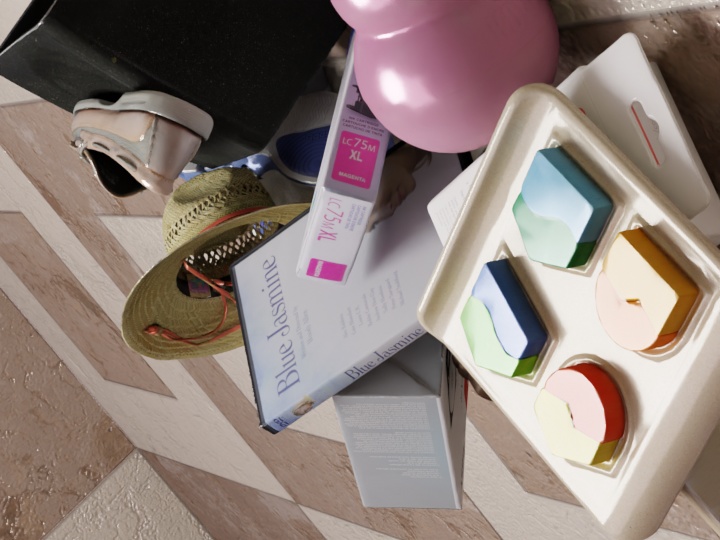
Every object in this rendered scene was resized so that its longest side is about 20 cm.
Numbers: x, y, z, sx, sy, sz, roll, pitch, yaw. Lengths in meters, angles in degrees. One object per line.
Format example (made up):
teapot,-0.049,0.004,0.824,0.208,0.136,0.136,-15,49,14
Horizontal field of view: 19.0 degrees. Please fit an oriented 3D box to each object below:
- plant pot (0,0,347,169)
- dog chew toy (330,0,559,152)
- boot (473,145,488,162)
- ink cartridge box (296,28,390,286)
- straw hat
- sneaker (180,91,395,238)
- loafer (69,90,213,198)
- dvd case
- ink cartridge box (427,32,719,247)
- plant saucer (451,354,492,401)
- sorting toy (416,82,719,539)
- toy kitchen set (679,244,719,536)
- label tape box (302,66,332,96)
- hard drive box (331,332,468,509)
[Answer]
plant pot,-0.117,-0.181,1.495,0.177,0.200,0.200,36,166,-14
dog chew toy,0.036,-0.171,1.256,0.124,0.124,0.201,16,137,59
boot,0.113,-0.006,1.472,0.073,0.096,0.201,28,156,45
ink cartridge box,0.002,-0.105,1.383,0.042,0.202,0.120,12,153,-4
straw hat,-0.099,-0.024,1.545,0.201,0.200,0.086,83,164,-63
sneaker,-0.043,-0.068,1.611,0.198,0.081,0.115,4,149,39
loafer,-0.158,-0.077,1.438,0.071,0.063,0.200,24,169,-20
dvd case,0.000,0.000,1.410,0.018,0.199,0.143,32,-148,-42
ink cartridge box,0.136,-0.040,1.242,0.200,0.067,0.117,-41,65,46
plant saucer,0.159,0.065,1.410,0.200,0.198,0.030,130,140,-73
sorting toy,0.120,0.025,1.194,0.200,0.036,0.186,46,131,30
toy kitchen set,0.228,0.093,1.301,0.200,0.163,0.180,48,163,-5
label tape box,-0.079,-0.127,1.717,0.143,0.066,0.201,33,160,36
hard drive box,0.032,0.059,1.515,0.076,0.157,0.200,1,153,7
